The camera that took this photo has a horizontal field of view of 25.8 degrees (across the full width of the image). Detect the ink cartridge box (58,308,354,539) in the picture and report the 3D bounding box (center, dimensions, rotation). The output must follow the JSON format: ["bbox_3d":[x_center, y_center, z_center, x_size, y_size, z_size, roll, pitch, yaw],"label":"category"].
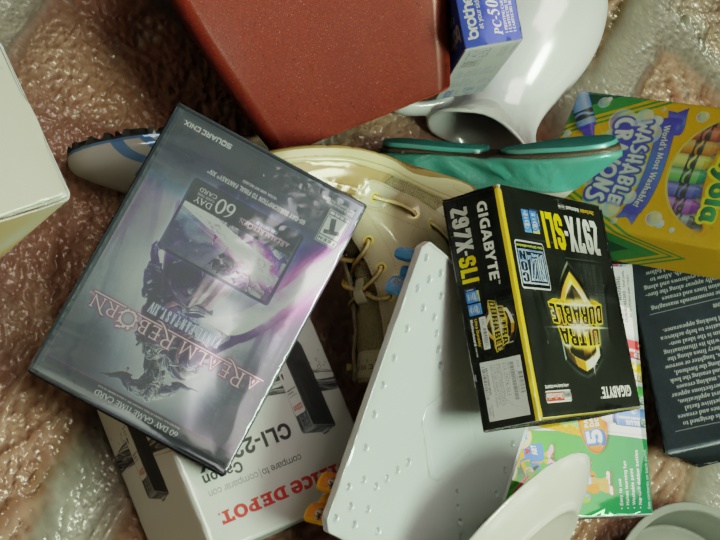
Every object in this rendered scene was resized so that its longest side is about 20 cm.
[{"bbox_3d":[-0.097,0.089,1.080,0.144,0.084,0.201,-18,83,-37],"label":"ink cartridge box"}]

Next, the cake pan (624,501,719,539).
[{"bbox_3d":[0.268,0.290,1.271,0.199,0.037,0.201,12,66,-29],"label":"cake pan"}]

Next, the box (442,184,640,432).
[{"bbox_3d":[0.132,0.028,1.119,0.200,0.049,0.161,6,71,-61],"label":"box"}]

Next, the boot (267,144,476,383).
[{"bbox_3d":[0.000,0.000,1.109,0.199,0.073,0.156,12,76,-41],"label":"boot"}]

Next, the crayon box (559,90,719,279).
[{"bbox_3d":[0.244,-0.067,1.229,0.126,0.199,0.052,-65,146,-21],"label":"crayon box"}]

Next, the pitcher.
[{"bbox_3d":[0.110,-0.193,1.312,0.171,0.121,0.201,25,71,-9],"label":"pitcher"}]

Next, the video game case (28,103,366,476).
[{"bbox_3d":[-0.103,0.011,1.018,0.142,0.019,0.201,28,76,-2],"label":"video game case"}]

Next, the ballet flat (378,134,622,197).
[{"bbox_3d":[0.109,-0.069,1.230,0.067,0.199,0.071,-31,119,-65],"label":"ballet flat"}]

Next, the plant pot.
[{"bbox_3d":[-0.036,-0.193,1.138,0.199,0.200,0.177,-21,102,-2],"label":"plant pot"}]

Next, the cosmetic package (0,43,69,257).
[{"bbox_3d":[-0.261,-0.047,0.952,0.071,0.200,0.106,-23,85,-37],"label":"cosmetic package"}]

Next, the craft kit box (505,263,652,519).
[{"bbox_3d":[0.123,0.093,1.211,0.196,0.049,0.201,0,79,-18],"label":"craft kit box"}]

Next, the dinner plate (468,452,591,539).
[{"bbox_3d":[0.101,0.211,1.100,0.024,0.201,0.200,39,49,22],"label":"dinner plate"}]

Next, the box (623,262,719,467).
[{"bbox_3d":[0.292,0.050,1.295,0.148,0.107,0.201,25,52,-67],"label":"box"}]

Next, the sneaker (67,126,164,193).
[{"bbox_3d":[-0.115,-0.057,1.135,0.199,0.072,0.073,11,75,-26],"label":"sneaker"}]

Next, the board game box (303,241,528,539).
[{"bbox_3d":[0.052,0.108,1.085,0.200,0.026,0.201,38,67,-50],"label":"board game box"}]

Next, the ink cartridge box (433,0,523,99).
[{"bbox_3d":[0.076,-0.190,1.156,0.044,0.200,0.095,-10,87,-4],"label":"ink cartridge box"}]
